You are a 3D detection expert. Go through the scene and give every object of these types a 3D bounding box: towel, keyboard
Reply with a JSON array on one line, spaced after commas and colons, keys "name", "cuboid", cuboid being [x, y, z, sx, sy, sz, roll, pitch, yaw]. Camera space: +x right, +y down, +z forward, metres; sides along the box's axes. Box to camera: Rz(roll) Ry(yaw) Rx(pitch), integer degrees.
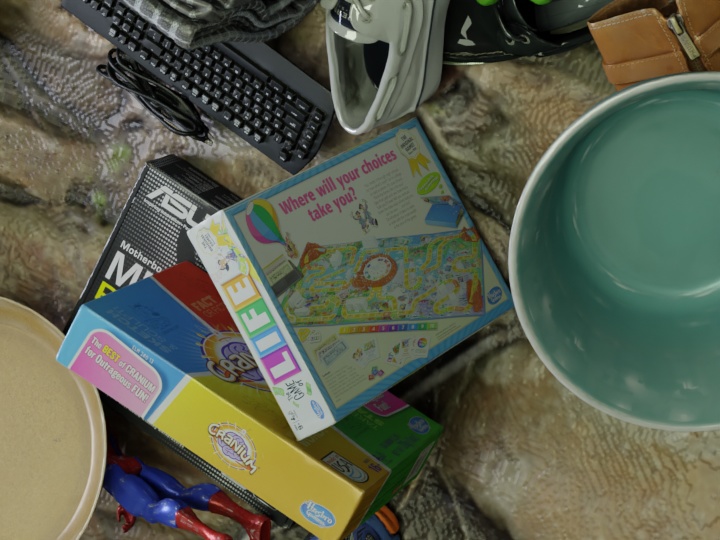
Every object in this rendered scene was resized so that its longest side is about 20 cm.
[{"name": "towel", "cuboid": [-0.114, -0.205, 1.292, 0.165, 0.200, 0.086, 40, 113, 10]}, {"name": "keyboard", "cuboid": [-0.111, -0.123, 1.374, 0.199, 0.040, 0.104, 36, 138, 12]}]

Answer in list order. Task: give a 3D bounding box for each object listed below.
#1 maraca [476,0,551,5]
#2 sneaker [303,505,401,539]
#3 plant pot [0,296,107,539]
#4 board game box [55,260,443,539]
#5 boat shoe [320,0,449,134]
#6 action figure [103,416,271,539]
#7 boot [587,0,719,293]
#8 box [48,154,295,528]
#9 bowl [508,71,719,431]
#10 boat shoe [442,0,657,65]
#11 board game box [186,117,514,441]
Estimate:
[{"name": "maraca", "cuboid": [0.069, -0.246, 1.257, 0.137, 0.107, 0.201, -43, 71, 28]}, {"name": "sneaker", "cuboid": [-0.041, 0.239, 1.420, 0.075, 0.078, 0.201, 23, 108, 15]}, {"name": "plant pot", "cuboid": [-0.254, 0.116, 1.427, 0.198, 0.027, 0.202, -1, 85, 15]}, {"name": "board game box", "cuboid": [-0.063, 0.075, 1.307, 0.199, 0.153, 0.041, 32, 109, 11]}, {"name": "boat shoe", "cuboid": [0.011, -0.157, 1.265, 0.073, 0.065, 0.201, 33, 148, 31]}, {"name": "action figure", "cuboid": [-0.156, 0.162, 1.446, 0.199, 0.065, 0.100, 31, 119, 30]}, {"name": "boot", "cuboid": [0.171, -0.080, 1.255, 0.199, 0.074, 0.155, -35, 112, 9]}, {"name": "box", "cuboid": [-0.085, 0.045, 1.416, 0.199, 0.044, 0.161, 34, 111, 11]}, {"name": "bowl", "cuboid": [0.177, -0.025, 1.184, 0.199, 0.105, 0.203, 0, 111, 1]}, {"name": "boat shoe", "cuboid": [0.110, -0.164, 1.288, 0.198, 0.066, 0.075, -8, 99, 22]}, {"name": "board game box", "cuboid": [0.000, 0.000, 1.290, 0.034, 0.200, 0.135, -28, 90, 40]}]
